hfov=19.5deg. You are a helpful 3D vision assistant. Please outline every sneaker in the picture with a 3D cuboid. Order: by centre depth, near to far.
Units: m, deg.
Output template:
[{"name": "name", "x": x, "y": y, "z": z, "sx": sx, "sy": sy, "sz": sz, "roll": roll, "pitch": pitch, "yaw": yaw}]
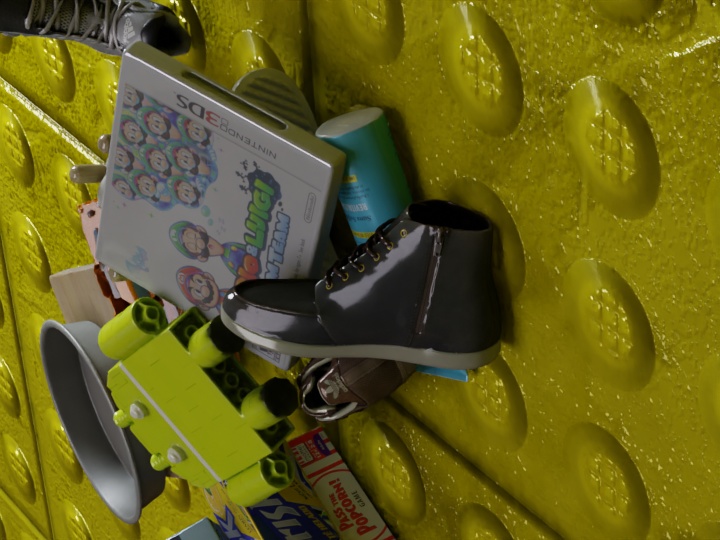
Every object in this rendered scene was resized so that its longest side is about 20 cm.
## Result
[{"name": "sneaker", "x": 0.000, "y": 0.000, "z": 1.436, "sx": 0.199, "sy": 0.075, "sz": 0.107, "roll": 4, "pitch": 115, "yaw": 12}, {"name": "sneaker", "x": -0.021, "y": 0.078, "z": 1.570, "sx": 0.071, "sy": 0.075, "sz": 0.200, "roll": 59, "pitch": 163, "yaw": 4}, {"name": "sneaker", "x": -0.066, "y": -0.051, "z": 1.577, "sx": 0.079, "sy": 0.078, "sz": 0.201, "roll": -170, "pitch": 67, "yaw": -71}, {"name": "sneaker", "x": -0.211, "y": -0.203, "z": 1.632, "sx": 0.115, "sy": 0.199, "sz": 0.076, "roll": 23, "pitch": 101, "yaw": 42}]

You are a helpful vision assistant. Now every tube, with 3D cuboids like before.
[{"name": "tube", "x": 0.024, "y": -0.015, "z": 1.484, "sx": 0.077, "sy": 0.050, "sz": 0.201, "roll": 14, "pitch": 128, "yaw": 60}]

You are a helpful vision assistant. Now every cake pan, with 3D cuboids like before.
[{"name": "cake pan", "x": -0.233, "y": 0.132, "z": 1.909, "sx": 0.200, "sy": 0.037, "sz": 0.201, "roll": 49, "pitch": 152, "yaw": 37}]

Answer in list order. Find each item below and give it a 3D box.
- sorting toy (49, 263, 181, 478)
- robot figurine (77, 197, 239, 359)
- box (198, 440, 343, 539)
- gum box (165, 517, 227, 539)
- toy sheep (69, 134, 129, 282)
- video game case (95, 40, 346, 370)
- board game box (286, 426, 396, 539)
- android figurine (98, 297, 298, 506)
[{"name": "sorting toy", "x": -0.194, "y": 0.081, "z": 1.913, "sx": 0.199, "sy": 0.069, "sz": 0.201, "roll": -8, "pitch": 104, "yaw": 67}, {"name": "robot figurine", "x": -0.165, "y": 0.024, "z": 1.771, "sx": 0.058, "sy": 0.145, "sz": 0.201, "roll": -18, "pitch": 96, "yaw": 31}, {"name": "box", "x": -0.076, "y": 0.192, "z": 1.698, "sx": 0.201, "sy": 0.064, "sz": 0.070, "roll": 58, "pitch": 152, "yaw": 17}, {"name": "gum box", "x": -0.094, "y": 0.295, "z": 1.747, "sx": 0.171, "sy": 0.044, "sz": 0.200, "roll": 60, "pitch": 177, "yaw": 11}, {"name": "toy sheep", "x": -0.146, "y": -0.049, "z": 1.665, "sx": 0.201, "sy": 0.137, "sz": 0.138, "roll": 69, "pitch": 154, "yaw": 16}, {"name": "video game case", "x": -0.106, "y": -0.044, "z": 1.514, "sx": 0.181, "sy": 0.024, "sz": 0.201, "roll": 29, "pitch": 133, "yaw": 17}, {"name": "board game box", "x": -0.030, "y": 0.248, "z": 1.777, "sx": 0.152, "sy": 0.046, "sz": 0.200, "roll": 55, "pitch": 151, "yaw": 24}, {"name": "android figurine", "x": -0.127, "y": 0.102, "z": 1.602, "sx": 0.182, "sy": 0.041, "sz": 0.200, "roll": 51, "pitch": 143, "yaw": -7}]
